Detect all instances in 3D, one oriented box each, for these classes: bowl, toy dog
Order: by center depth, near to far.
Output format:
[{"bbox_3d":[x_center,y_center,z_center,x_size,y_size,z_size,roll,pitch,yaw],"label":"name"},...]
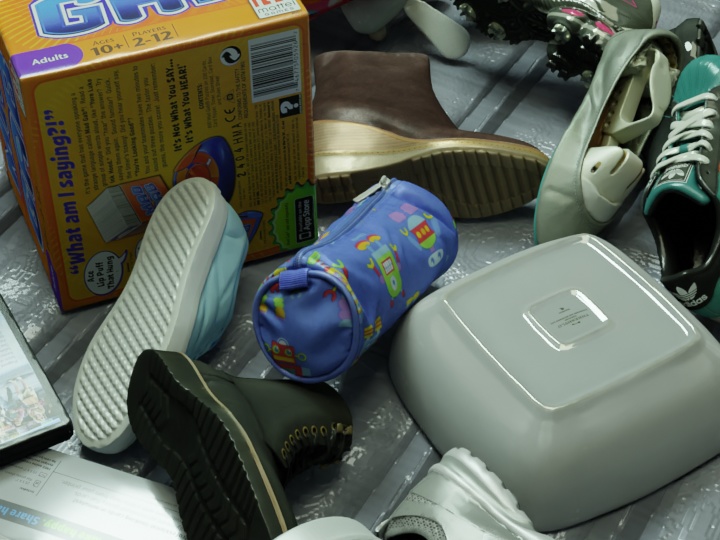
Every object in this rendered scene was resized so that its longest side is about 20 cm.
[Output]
[{"bbox_3d":[0.133,0.057,1.081,0.199,0.075,0.200,-22,45,-20],"label":"bowl"},{"bbox_3d":[0.090,-0.240,1.421,0.198,0.097,0.133,-8,43,15],"label":"toy dog"}]

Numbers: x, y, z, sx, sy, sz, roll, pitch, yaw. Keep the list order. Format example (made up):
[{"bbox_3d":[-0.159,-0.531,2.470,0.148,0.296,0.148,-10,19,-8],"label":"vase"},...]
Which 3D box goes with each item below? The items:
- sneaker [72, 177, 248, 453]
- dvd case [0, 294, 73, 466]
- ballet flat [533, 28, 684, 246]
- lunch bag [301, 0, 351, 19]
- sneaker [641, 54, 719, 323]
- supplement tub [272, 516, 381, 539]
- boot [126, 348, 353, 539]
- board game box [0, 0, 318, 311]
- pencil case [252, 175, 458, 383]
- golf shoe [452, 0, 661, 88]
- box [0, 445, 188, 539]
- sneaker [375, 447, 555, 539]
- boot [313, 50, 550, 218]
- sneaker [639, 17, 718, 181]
[{"bbox_3d":[-0.121,0.041,1.107,0.073,0.082,0.201,6,62,39],"label":"sneaker"},{"bbox_3d":[-0.286,0.061,1.054,0.142,0.018,0.200,-20,48,-22],"label":"dvd case"},{"bbox_3d":[0.184,-0.095,1.204,0.063,0.067,0.201,-2,58,49],"label":"ballet flat"},{"bbox_3d":[-0.046,-0.293,1.419,0.199,0.082,0.177,-19,38,25],"label":"lunch bag"},{"bbox_3d":[0.238,-0.067,1.146,0.071,0.080,0.202,-20,60,41],"label":"sneaker"},{"bbox_3d":[0.018,0.236,0.838,0.131,0.133,0.200,-28,48,-28],"label":"supplement tub"},{"bbox_3d":[-0.043,0.114,0.988,0.137,0.078,0.200,8,30,-33],"label":"boot"},{"bbox_3d":[-0.158,-0.130,1.197,0.198,0.201,0.200,-15,43,-16],"label":"board game box"},{"bbox_3d":[0.000,0.000,1.102,0.077,0.088,0.200,-12,16,27],"label":"pencil case"},{"bbox_3d":[0.145,-0.223,1.328,0.199,0.077,0.088,36,64,18],"label":"golf shoe"},{"bbox_3d":[-0.188,0.196,0.954,0.155,0.041,0.201,15,45,17],"label":"box"},{"bbox_3d":[0.086,0.191,0.947,0.082,0.075,0.200,-35,43,-14],"label":"sneaker"},{"bbox_3d":[0.050,-0.119,1.277,0.198,0.073,0.167,0,44,6],"label":"boot"},{"bbox_3d":[0.236,-0.113,1.287,0.079,0.076,0.201,-12,40,26],"label":"sneaker"}]
